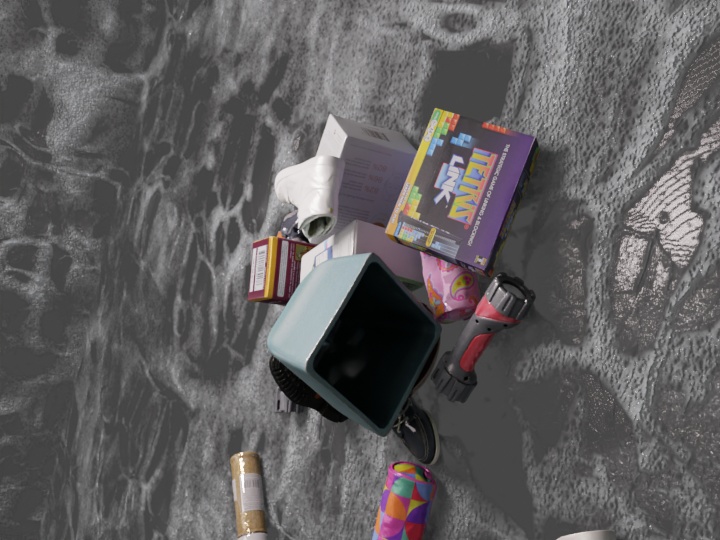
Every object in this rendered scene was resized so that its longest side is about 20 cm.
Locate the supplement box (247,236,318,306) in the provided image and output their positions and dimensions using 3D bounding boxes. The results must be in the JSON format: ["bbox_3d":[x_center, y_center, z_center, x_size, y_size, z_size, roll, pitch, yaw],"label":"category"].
[{"bbox_3d":[-0.103,0.012,1.423,0.085,0.196,0.114,-9,74,55],"label":"supplement box"}]

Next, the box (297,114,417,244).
[{"bbox_3d":[-0.007,-0.147,1.344,0.204,0.149,0.107,-68,29,24],"label":"box"}]

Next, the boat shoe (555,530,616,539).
[{"bbox_3d":[0.233,0.369,0.933,0.198,0.073,0.062,-33,50,39],"label":"boat shoe"}]

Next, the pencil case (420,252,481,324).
[{"bbox_3d":[0.131,-0.025,1.161,0.087,0.086,0.205,-32,64,48],"label":"pencil case"}]

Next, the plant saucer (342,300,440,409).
[{"bbox_3d":[0.051,0.141,1.239,0.197,0.034,0.204,-26,41,24],"label":"plant saucer"}]

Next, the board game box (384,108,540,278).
[{"bbox_3d":[0.147,-0.114,1.099,0.162,0.057,0.205,20,84,26],"label":"board game box"}]

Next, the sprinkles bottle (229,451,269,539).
[{"bbox_3d":[-0.236,0.493,1.618,0.068,0.067,0.204,-43,47,42],"label":"sprinkles bottle"}]

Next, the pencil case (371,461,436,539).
[{"bbox_3d":[0.062,0.402,1.176,0.088,0.087,0.206,20,100,56],"label":"pencil case"}]

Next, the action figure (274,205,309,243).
[{"bbox_3d":[-0.118,-0.124,1.578,0.194,0.103,0.202,-49,45,25],"label":"action figure"}]

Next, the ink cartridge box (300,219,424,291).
[{"bbox_3d":[0.000,0.000,1.303,0.199,0.142,0.090,-26,55,56],"label":"ink cartridge box"}]

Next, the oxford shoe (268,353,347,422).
[{"bbox_3d":[-0.100,0.201,1.379,0.073,0.200,0.084,-46,33,-2],"label":"oxford shoe"}]

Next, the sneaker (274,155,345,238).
[{"bbox_3d":[-0.095,-0.109,1.261,0.199,0.072,0.119,-16,66,60],"label":"sneaker"}]

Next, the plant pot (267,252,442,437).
[{"bbox_3d":[-0.032,0.104,1.178,0.198,0.196,0.198,6,58,51],"label":"plant pot"}]

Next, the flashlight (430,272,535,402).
[{"bbox_3d":[0.175,0.102,1.089,0.068,0.066,0.203,-107,36,-55],"label":"flashlight"}]

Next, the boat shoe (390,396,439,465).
[{"bbox_3d":[0.065,0.229,1.231,0.076,0.061,0.202,-56,40,29],"label":"boat shoe"}]

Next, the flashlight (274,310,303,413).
[{"bbox_3d":[-0.132,0.185,1.552,0.066,0.068,0.206,-1,84,22],"label":"flashlight"}]
